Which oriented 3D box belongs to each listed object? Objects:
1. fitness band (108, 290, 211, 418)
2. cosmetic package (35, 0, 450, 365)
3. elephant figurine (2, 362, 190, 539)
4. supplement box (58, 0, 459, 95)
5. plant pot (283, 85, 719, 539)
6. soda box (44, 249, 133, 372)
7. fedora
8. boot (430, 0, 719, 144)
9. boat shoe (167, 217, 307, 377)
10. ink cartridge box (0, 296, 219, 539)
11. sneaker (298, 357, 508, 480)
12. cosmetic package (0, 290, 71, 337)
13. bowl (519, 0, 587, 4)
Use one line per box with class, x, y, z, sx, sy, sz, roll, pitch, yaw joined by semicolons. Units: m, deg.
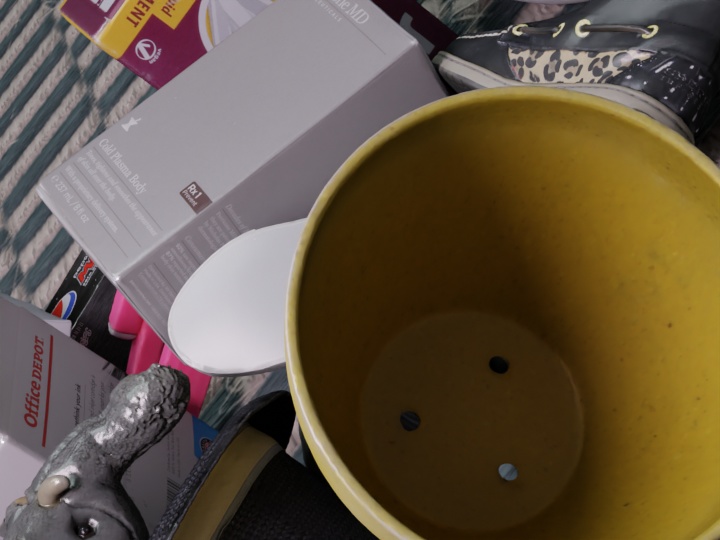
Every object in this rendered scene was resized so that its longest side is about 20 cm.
fitness band;-0.111;0.020;1.248;0.144;0.037;0.200;-116;41;-62
cosmetic package;-0.054;-0.058;1.118;0.200;0.090;0.107;-42;45;-4
elephant figurine;-0.155;0.161;1.004;0.200;0.155;0.142;-16;33;10
supplement box;-0.051;-0.134;1.220;0.131;0.200;0.103;-54;26;2
plant pot;0.059;0.045;0.863;0.142;0.200;0.200;116;178;-68
soda box;-0.151;0.013;1.376;0.200;0.063;0.071;-60;25;-11
fedora;-0.049;0.157;0.955;0.201;0.092;0.201;24;-90;-82
boot;0.131;-0.128;1.052;0.154;0.073;0.204;-55;28;-7
boat shoe;0.000;0.000;1.072;0.200;0.064;0.071;-27;71;0
ink cartridge box;-0.156;0.100;1.120;0.068;0.200;0.116;-44;27;22
sneaker;0.044;0.037;1.005;0.200;0.076;0.091;-52;36;16
cosmetic package;-0.230;0.118;1.303;0.151;0.052;0.200;13;99;61
bowl;0.125;-0.231;1.180;0.200;0.075;0.200;-56;26;-2
